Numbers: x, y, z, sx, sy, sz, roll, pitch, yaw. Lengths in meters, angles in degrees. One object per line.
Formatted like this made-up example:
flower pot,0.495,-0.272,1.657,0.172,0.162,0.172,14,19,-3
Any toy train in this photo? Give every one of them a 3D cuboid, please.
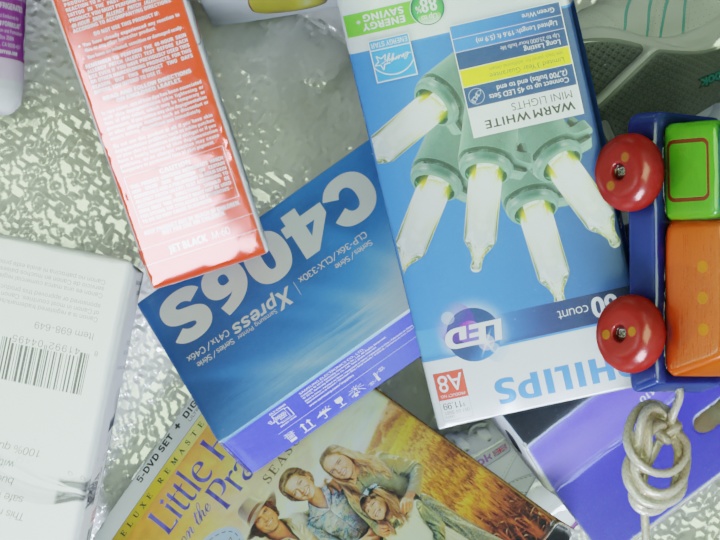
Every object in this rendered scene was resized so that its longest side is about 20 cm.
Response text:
toy train,0.169,0.030,1.276,0.115,0.084,0.201,-3,86,45

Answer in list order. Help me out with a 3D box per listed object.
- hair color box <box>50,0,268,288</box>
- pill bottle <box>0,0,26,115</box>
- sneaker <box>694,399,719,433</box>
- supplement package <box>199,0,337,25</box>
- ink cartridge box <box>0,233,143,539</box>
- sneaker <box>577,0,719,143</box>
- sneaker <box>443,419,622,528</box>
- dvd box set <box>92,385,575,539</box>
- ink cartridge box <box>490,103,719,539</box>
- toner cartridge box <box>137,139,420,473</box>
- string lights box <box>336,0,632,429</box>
hair color box,-0.106,-0.106,1.391,0.064,0.111,0.201,-17,115,-2
pill bottle,-0.215,-0.177,1.427,0.112,0.112,0.201,1,89,0
sneaker,0.246,0.086,1.450,0.200,0.067,0.090,34,89,-6
supplement package,-0.014,-0.208,1.383,0.151,0.200,0.151,-9,89,0
ink cartridge box,-0.195,0.081,1.439,0.145,0.085,0.201,12,88,0
sneaker,0.141,-0.108,1.405,0.200,0.080,0.071,-14,129,-12
sneaker,0.065,0.099,1.443,0.100,0.075,0.200,38,89,0
dvd box set,-0.016,0.127,1.419,0.200,0.029,0.147,36,88,29
ink cartridge box,0.135,0.004,1.413,0.198,0.043,0.200,-37,59,-2
toner cartridge box,0.000,0.000,1.418,0.200,0.043,0.095,-36,58,2
string lights box,0.062,-0.040,1.333,0.102,0.059,0.201,-13,101,6
